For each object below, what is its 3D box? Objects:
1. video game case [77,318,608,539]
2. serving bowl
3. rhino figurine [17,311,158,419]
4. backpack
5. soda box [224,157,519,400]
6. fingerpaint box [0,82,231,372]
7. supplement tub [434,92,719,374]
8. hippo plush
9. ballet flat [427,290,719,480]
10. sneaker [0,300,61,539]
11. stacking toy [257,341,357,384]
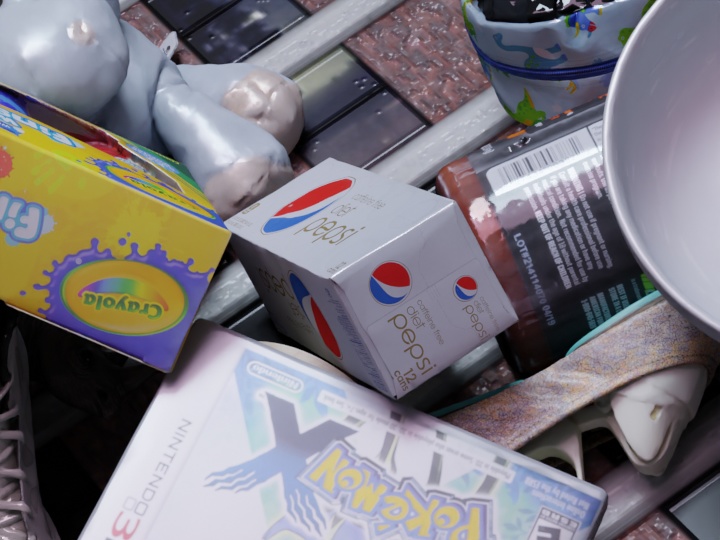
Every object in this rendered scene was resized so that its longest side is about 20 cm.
[{"bbox_3d":[-0.021,0.135,1.232,0.199,0.022,0.183,23,68,12],"label":"video game case"},{"bbox_3d":[0.201,-0.044,1.241,0.199,0.066,0.201,-1,70,3],"label":"serving bowl"},{"bbox_3d":[-0.189,0.048,1.426,0.199,0.060,0.088,-5,51,15],"label":"rhino figurine"},{"bbox_3d":[0.122,-0.150,1.441,0.162,0.155,0.200,-7,25,13],"label":"backpack"},{"bbox_3d":[0.000,0.000,1.329,0.068,0.064,0.200,-32,16,-10],"label":"soda box"},{"bbox_3d":[-0.169,-0.042,1.305,0.074,0.199,0.167,-65,14,7],"label":"fingerpaint box"},{"bbox_3d":[0.141,-0.036,1.337,0.199,0.107,0.107,-23,44,-1],"label":"supplement tub"},{"bbox_3d":[-0.122,-0.103,1.468,0.158,0.161,0.201,-14,45,10],"label":"hippo plush"},{"bbox_3d":[0.098,0.071,1.294,0.199,0.068,0.068,-28,63,2],"label":"ballet flat"},{"bbox_3d":[-0.178,0.087,1.309,0.075,0.116,0.202,-10,67,-4],"label":"sneaker"},{"bbox_3d":[-0.064,0.133,1.286,0.085,0.086,0.201,9,58,29],"label":"stacking toy"}]
